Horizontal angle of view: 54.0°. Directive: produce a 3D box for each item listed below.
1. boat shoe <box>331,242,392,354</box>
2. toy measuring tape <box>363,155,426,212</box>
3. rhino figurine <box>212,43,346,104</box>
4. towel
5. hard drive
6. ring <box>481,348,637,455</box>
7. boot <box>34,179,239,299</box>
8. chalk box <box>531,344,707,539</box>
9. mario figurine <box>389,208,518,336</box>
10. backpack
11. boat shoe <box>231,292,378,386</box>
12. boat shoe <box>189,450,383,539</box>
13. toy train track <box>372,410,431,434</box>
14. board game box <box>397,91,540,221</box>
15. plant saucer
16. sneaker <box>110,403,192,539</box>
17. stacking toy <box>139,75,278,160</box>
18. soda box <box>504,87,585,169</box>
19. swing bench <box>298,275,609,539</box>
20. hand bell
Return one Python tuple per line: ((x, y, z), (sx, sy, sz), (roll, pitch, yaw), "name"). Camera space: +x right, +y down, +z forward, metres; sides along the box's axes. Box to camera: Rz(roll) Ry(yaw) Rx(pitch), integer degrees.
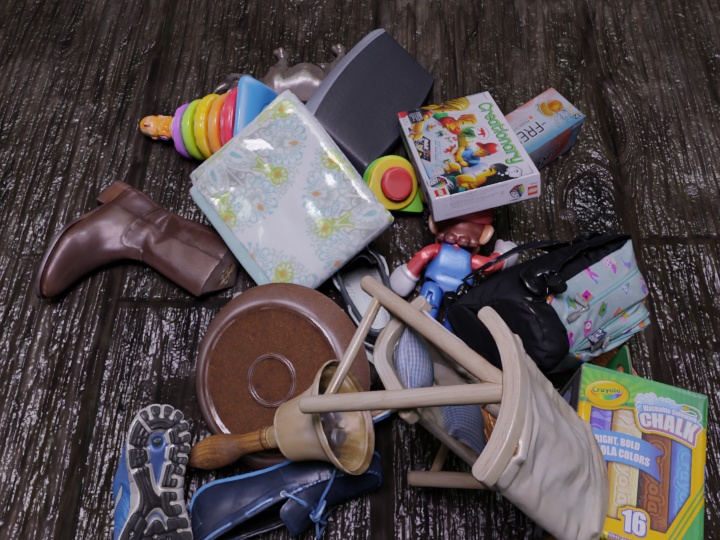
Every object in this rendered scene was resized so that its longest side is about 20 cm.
((0.000, 0.000, 0.842), (0.074, 0.061, 0.202), (-18, 63, -12), "boat shoe")
((0.002, -0.113, 0.888), (0.196, 0.074, 0.075), (3, 59, -16), "toy measuring tape")
((-0.109, -0.261, 0.988), (0.196, 0.060, 0.089), (-8, 59, -7), "rhino figurine")
((-0.085, -0.081, 0.815), (0.171, 0.048, 0.201), (-39, 83, 8), "towel")
((0.014, -0.229, 0.956), (0.134, 0.042, 0.201), (40, 65, -10), "hard drive")
((0.223, 0.151, 0.788), (0.196, 0.019, 0.204), (1, 59, -1), "ring")
((-0.256, -0.004, 0.841), (0.197, 0.065, 0.188), (27, 64, 8), "boot")
((0.254, 0.177, 0.691), (0.122, 0.125, 0.203), (15, 63, 7), "chalk box")
((0.113, 0.001, 0.852), (0.122, 0.105, 0.203), (28, 69, -27), "mario figurine")
((0.211, 0.036, 0.751), (0.198, 0.166, 0.129), (-22, 100, -28), "backpack")
((-0.070, 0.091, 0.785), (0.198, 0.072, 0.061), (21, 65, 20), "boat shoe")
((-0.068, 0.236, 0.701), (0.197, 0.085, 0.069), (-20, 42, 3), "boat shoe")
((0.027, 0.153, 0.770), (0.197, 0.033, 0.115), (-24, 46, -5), "toy train track")
((0.124, -0.143, 0.854), (0.124, 0.035, 0.202), (-14, 41, 0), "board game box")
((-0.089, 0.114, 0.736), (0.196, 0.034, 0.205), (0, 88, 13), "plant saucer")
((-0.207, 0.238, 0.699), (0.077, 0.089, 0.204), (9, 75, -22), "sneaker")
((-0.207, -0.186, 0.928), (0.196, 0.116, 0.112), (4, 88, 19), "stacking toy")
((0.201, -0.159, 0.938), (0.198, 0.064, 0.069), (-33, 65, -18), "soda box")
((0.094, 0.122, 0.591), (0.198, 0.199, 0.131), (10, 64, 43), "swing bench")
((-0.096, 0.164, 0.685), (0.197, 0.104, 0.106), (-20, 57, 23), "hand bell")
